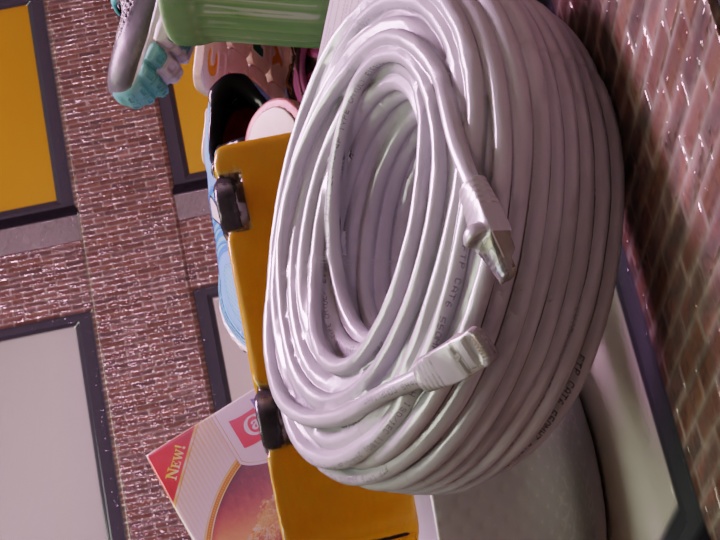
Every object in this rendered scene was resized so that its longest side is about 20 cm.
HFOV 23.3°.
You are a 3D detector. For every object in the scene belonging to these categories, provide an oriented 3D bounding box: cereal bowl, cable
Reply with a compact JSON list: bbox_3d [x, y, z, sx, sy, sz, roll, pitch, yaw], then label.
[{"bbox_3d":[0.063,0.097,0.815,0.200,0.082,0.203,169,90,-86],"label":"cereal bowl"},{"bbox_3d":[0.025,-0.016,0.665,0.200,0.068,0.202,132,142,-53],"label":"cable"}]

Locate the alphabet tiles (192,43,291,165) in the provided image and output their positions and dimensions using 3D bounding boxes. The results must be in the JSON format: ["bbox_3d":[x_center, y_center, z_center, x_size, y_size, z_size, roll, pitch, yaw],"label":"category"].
[{"bbox_3d":[-0.079,-0.163,1.196,0.196,0.014,0.203,26,-111,-76],"label":"alphabet tiles"}]

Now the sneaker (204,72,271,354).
[{"bbox_3d":[-0.063,-0.035,1.028,0.090,0.078,0.201,68,-177,-51],"label":"sneaker"}]

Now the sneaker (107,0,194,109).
[{"bbox_3d":[-0.135,-0.195,1.047,0.078,0.090,0.202,77,-158,-74],"label":"sneaker"}]

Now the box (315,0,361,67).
[{"bbox_3d":[0.016,-0.128,0.730,0.042,0.038,0.201,58,147,39],"label":"box"}]

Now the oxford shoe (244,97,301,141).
[{"bbox_3d":[0.000,0.000,0.955,0.073,0.070,0.202,-2,-106,-48],"label":"oxford shoe"}]

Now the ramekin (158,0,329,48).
[{"bbox_3d":[-0.043,-0.218,0.964,0.200,0.096,0.203,9,-90,-85],"label":"ramekin"}]

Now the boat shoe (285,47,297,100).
[{"bbox_3d":[-0.027,-0.135,1.263,0.072,0.071,0.202,-45,-60,-43],"label":"boat shoe"}]

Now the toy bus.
[{"bbox_3d":[-0.022,0.037,0.829,0.078,0.064,0.202,84,174,-68],"label":"toy bus"}]

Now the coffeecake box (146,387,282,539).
[{"bbox_3d":[-0.002,0.152,0.962,0.201,0.153,0.073,55,173,26],"label":"coffeecake box"}]

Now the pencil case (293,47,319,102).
[{"bbox_3d":[0.008,-0.088,1.113,0.200,0.093,0.092,81,-158,-74],"label":"pencil case"}]
